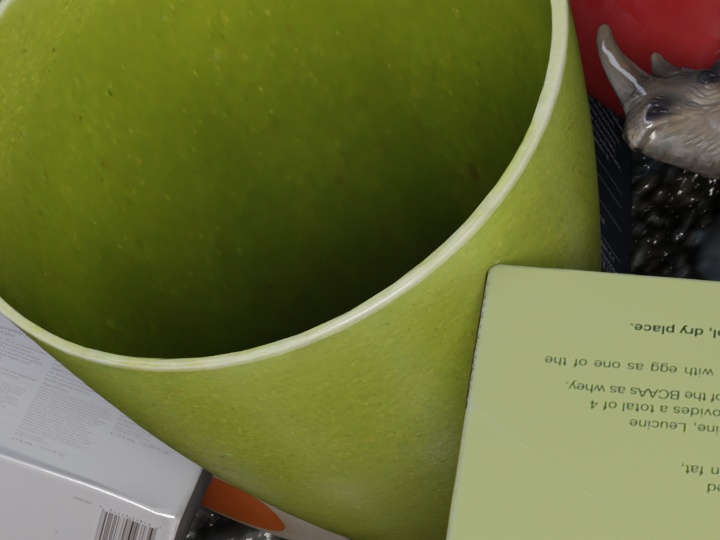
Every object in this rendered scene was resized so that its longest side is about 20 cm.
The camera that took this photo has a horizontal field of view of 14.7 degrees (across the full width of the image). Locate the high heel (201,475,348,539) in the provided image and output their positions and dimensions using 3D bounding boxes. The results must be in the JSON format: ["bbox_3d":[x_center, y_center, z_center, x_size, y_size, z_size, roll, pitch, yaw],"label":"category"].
[{"bbox_3d":[0.003,0.045,0.985,0.200,0.067,0.096,5,63,36],"label":"high heel"}]

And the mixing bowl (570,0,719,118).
[{"bbox_3d":[0.125,-0.116,0.973,0.200,0.200,0.108,-84,18,-44],"label":"mixing bowl"}]

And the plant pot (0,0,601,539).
[{"bbox_3d":[0.000,0.000,0.850,0.187,0.200,0.188,-11,54,16],"label":"plant pot"}]

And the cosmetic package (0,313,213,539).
[{"bbox_3d":[-0.147,0.044,0.903,0.200,0.051,0.083,19,34,3],"label":"cosmetic package"}]

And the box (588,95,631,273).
[{"bbox_3d":[0.015,-0.051,1.052,0.148,0.107,0.200,-19,41,24],"label":"box"}]

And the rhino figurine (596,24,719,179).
[{"bbox_3d":[0.156,-0.019,0.858,0.088,0.200,0.060,-59,1,-38],"label":"rhino figurine"}]

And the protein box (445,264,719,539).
[{"bbox_3d":[0.118,0.122,0.702,0.198,0.135,0.200,4,48,8],"label":"protein box"}]
